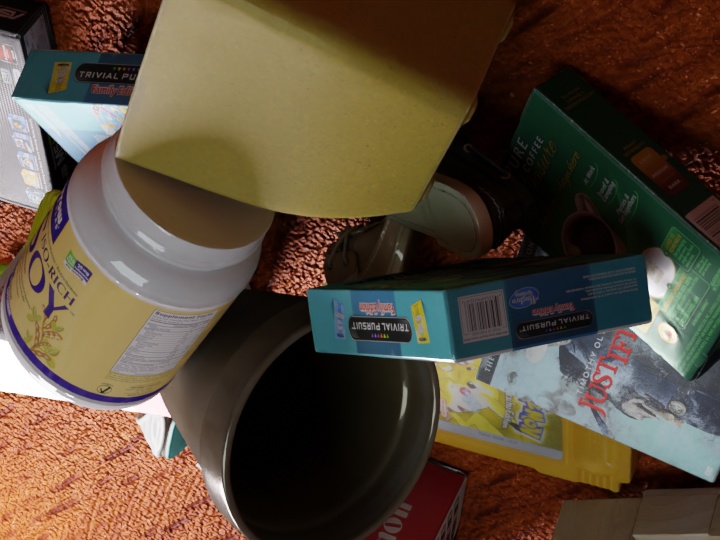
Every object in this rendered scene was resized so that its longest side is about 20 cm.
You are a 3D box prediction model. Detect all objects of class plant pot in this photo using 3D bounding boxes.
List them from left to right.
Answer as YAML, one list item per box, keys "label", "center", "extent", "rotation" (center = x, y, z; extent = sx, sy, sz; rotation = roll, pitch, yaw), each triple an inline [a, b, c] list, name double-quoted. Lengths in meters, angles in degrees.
- label: "plant pot"
  center: [-0.067, 0.095, 1.378]
  extent: [0.173, 0.200, 0.201]
  rotation: [29, 150, 47]
- label: "plant pot"
  center: [-0.017, -0.148, 1.163]
  extent: [0.199, 0.195, 0.196]
  rotation: [27, 142, -2]

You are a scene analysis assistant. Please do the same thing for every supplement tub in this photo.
- label: "supplement tub"
  center: [-0.158, -0.008, 1.273]
  extent: [0.145, 0.146, 0.200]
  rotation: [36, 132, -5]

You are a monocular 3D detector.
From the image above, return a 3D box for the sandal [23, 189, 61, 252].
- label: "sandal"
  center: [-0.213, -0.030, 1.435]
  extent: [0.087, 0.080, 0.200]
  rotation: [22, 159, -24]

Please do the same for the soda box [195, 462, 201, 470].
- label: "soda box"
  center: [-0.059, 0.145, 1.589]
  extent: [0.063, 0.071, 0.200]
  rotation: [46, 139, -15]

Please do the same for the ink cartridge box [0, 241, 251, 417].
- label: "ink cartridge box"
  center: [-0.211, 0.037, 1.515]
  extent: [0.199, 0.148, 0.086]
  rotation: [6, 135, 27]

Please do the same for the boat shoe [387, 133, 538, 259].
- label: "boat shoe"
  center: [0.057, -0.071, 1.262]
  extent: [0.199, 0.066, 0.075]
  rotation: [34, 139, 56]

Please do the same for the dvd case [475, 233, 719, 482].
- label: "dvd case"
  center: [0.197, 0.061, 1.334]
  extent: [0.199, 0.022, 0.147]
  rotation: [24, 122, 12]

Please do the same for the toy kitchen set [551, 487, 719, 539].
- label: "toy kitchen set"
  center: [0.263, 0.297, 1.435]
  extent: [0.199, 0.181, 0.163]
  rotation: [-8, 136, 38]

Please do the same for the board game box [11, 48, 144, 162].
- label: "board game box"
  center: [-0.141, -0.106, 1.358]
  extent: [0.199, 0.047, 0.151]
  rotation: [6, 156, 28]

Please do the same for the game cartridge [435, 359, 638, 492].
- label: "game cartridge"
  center: [0.128, 0.096, 1.444]
  extent: [0.199, 0.033, 0.177]
  rotation: [15, 139, 21]

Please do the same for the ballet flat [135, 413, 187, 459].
- label: "ballet flat"
  center: [-0.171, 0.104, 1.635]
  extent: [0.069, 0.070, 0.200]
  rotation: [30, 142, 2]

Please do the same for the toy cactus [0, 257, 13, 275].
- label: "toy cactus"
  center: [-0.351, 0.054, 1.684]
  extent: [0.165, 0.103, 0.200]
  rotation: [34, 134, -19]

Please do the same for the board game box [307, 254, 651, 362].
- label: "board game box"
  center: [0.075, 0.024, 1.203]
  extent: [0.200, 0.150, 0.047]
  rotation: [-2, 97, 64]

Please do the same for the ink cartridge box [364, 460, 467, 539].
- label: "ink cartridge box"
  center: [0.017, 0.262, 1.558]
  extent: [0.083, 0.200, 0.176]
  rotation: [20, 141, 13]

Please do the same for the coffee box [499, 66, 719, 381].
- label: "coffee box"
  center: [0.182, -0.032, 1.213]
  extent: [0.200, 0.044, 0.123]
  rotation: [43, 145, 19]

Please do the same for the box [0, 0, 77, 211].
- label: "box"
  center: [-0.321, -0.147, 1.474]
  extent: [0.159, 0.044, 0.201]
  rotation: [16, 139, 17]

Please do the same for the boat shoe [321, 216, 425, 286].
- label: "boat shoe"
  center: [0.000, 0.000, 1.399]
  extent: [0.065, 0.072, 0.200]
  rotation: [29, 147, 1]
